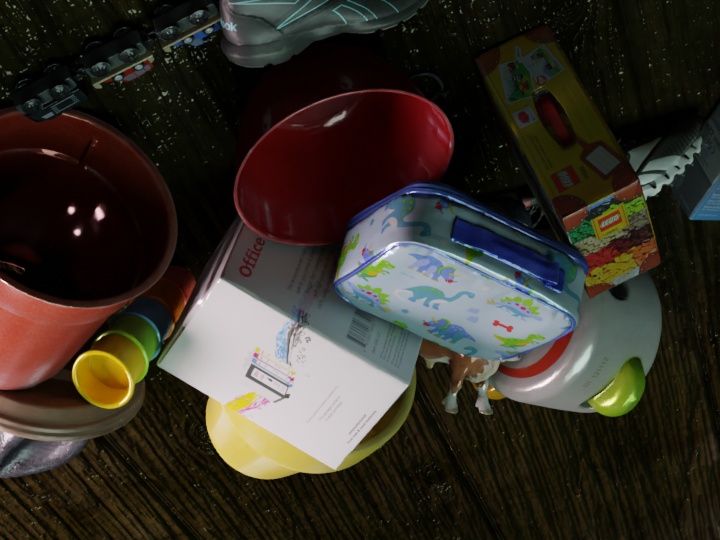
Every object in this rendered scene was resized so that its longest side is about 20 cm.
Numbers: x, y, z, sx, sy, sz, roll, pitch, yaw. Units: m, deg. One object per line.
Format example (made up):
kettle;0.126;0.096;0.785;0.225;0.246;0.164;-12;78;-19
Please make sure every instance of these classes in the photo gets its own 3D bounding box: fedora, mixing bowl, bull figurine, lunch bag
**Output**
fedora;-0.332;0.145;1.757;0.199;0.092;0.201;-13;144;-10
mixing bowl;-0.028;-0.127;1.529;0.199;0.109;0.201;-14;146;-10
bull figurine;0.095;0.079;1.799;0.065;0.199;0.122;-5;109;-44
lunch bag;0.091;0.003;1.532;0.199;0.083;0.161;24;153;-20

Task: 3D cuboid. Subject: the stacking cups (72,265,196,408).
stacking cups;-0.200;0.053;1.626;0.060;0.200;0.061;8;119;15

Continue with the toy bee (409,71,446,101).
toy bee;0.035;-0.072;1.638;0.130;0.109;0.200;-15;145;-5

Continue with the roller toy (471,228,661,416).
roller toy;0.207;0.052;1.825;0.139;0.184;0.199;13;174;-43

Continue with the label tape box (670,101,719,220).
label tape box;0.428;-0.138;1.785;0.142;0.066;0.200;0;138;-28

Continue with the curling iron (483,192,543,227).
curling iron;0.097;-0.048;1.771;0.199;0.026;0.050;-11;142;-13

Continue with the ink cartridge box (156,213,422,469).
ink cartridge box;-0.058;0.052;1.618;0.199;0.148;0.145;31;130;-9

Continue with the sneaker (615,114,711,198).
sneaker;0.261;-0.105;1.738;0.200;0.091;0.066;-40;-173;-7

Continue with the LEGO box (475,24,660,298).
LEGO box;0.191;-0.099;1.595;0.077;0.201;0.149;-26;145;3

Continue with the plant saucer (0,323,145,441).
plant saucer;-0.295;0.086;1.614;0.199;0.200;0.030;1;124;-28

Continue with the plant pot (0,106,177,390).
plant pot;-0.286;-0.006;1.507;0.200;0.202;0.195;2;148;-29

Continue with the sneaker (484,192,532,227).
sneaker;0.097;-0.013;1.696;0.086;0.078;0.200;-10;164;-30

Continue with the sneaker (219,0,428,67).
sneaker;-0.024;-0.232;1.420;0.199;0.075;0.080;-23;127;-16

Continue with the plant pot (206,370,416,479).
plant pot;-0.070;0.127;1.793;0.200;0.202;0.189;0;155;-27

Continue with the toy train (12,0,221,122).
toy train;-0.196;-0.176;1.443;0.199;0.034;0.046;-26;148;9
